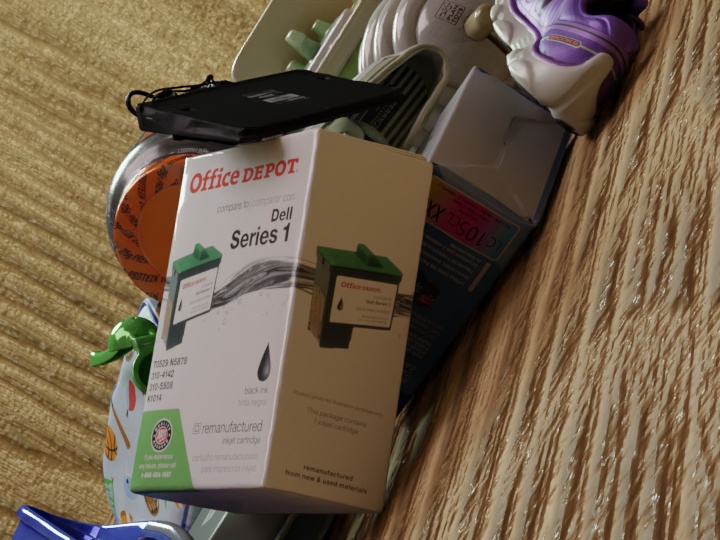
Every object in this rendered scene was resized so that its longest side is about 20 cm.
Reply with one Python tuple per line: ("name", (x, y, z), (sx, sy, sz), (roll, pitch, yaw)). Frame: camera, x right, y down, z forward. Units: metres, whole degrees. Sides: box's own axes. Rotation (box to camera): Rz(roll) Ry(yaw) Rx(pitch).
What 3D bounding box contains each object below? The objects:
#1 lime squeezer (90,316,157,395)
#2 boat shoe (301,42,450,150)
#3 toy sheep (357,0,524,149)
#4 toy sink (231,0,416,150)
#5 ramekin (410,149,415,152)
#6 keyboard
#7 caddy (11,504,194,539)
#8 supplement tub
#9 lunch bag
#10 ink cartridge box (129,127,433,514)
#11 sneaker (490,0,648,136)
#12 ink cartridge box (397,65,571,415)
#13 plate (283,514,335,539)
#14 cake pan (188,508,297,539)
("lime squeezer", (-0.143, 0.074, 1.658), (0.200, 0.038, 0.071), (42, 120, 53))
("boat shoe", (-0.010, -0.070, 1.540), (0.062, 0.072, 0.200), (-44, 13, 54))
("toy sheep", (0.065, -0.141, 1.712), (0.138, 0.138, 0.200), (-60, 5, -23))
("toy sink", (0.019, -0.148, 1.863), (0.130, 0.200, 0.112), (-57, 4, -2))
("ramekin", (0.000, 0.000, 1.732), (0.203, 0.094, 0.202), (-57, 4, 7))
("keyboard", (-0.059, -0.085, 1.455), (0.200, 0.104, 0.040), (-19, -60, -61))
("caddy", (-0.122, 0.186, 1.367), (0.200, 0.141, 0.105), (18, 81, 61))
("supplement tub", (-0.100, -0.048, 1.671), (0.123, 0.122, 0.200), (-57, 5, 16))
("lunch bag", (-0.116, 0.128, 1.734), (0.160, 0.075, 0.200), (-128, 41, -50))
("ink cartridge box", (-0.045, 0.031, 1.394), (0.146, 0.084, 0.200), (-9, 69, 54))
("sneaker", (0.135, -0.140, 1.492), (0.083, 0.081, 0.200), (-44, 17, 12))
("ink cartridge box", (0.036, -0.005, 1.497), (0.200, 0.076, 0.137), (-54, 5, 32))
("plate", (-0.067, 0.197, 1.571), (0.200, 0.026, 0.200), (-57, 6, 9))
("cake pan", (-0.075, 0.157, 1.542), (0.200, 0.037, 0.200), (-57, 4, 7))
